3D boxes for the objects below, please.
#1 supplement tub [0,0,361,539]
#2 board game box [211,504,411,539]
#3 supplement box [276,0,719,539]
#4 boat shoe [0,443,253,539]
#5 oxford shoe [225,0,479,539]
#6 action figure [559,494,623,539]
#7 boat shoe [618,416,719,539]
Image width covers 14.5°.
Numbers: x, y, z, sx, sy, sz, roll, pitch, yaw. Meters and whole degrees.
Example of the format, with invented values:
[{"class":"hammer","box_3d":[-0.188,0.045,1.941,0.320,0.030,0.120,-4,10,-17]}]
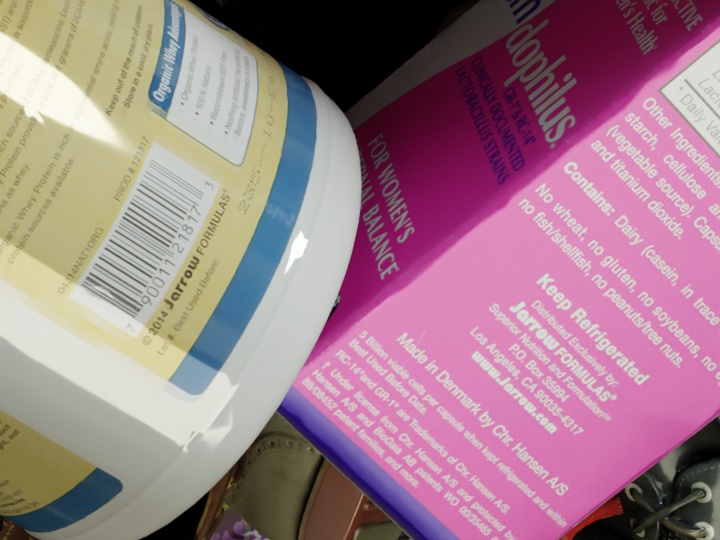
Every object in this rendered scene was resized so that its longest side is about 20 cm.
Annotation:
[{"class":"supplement tub","box_3d":[-0.115,-0.032,0.732,0.200,0.145,0.145,33,118,-23]},{"class":"board game box","box_3d":[-0.043,0.071,0.998,0.199,0.032,0.120,10,135,-32]},{"class":"supplement box","box_3d":[0.071,-0.022,0.782,0.200,0.101,0.103,-38,118,13]},{"class":"boat shoe","box_3d":[-0.080,0.072,0.889,0.072,0.068,0.200,21,136,-12]},{"class":"oxford shoe","box_3d":[0.000,0.000,0.896,0.071,0.074,0.201,-11,124,-63]},{"class":"action figure","box_3d":[0.144,0.077,1.042,0.199,0.065,0.099,-19,136,-18]},{"class":"boat shoe","box_3d":[0.117,0.076,0.932,0.068,0.057,0.200,6,139,37]}]
